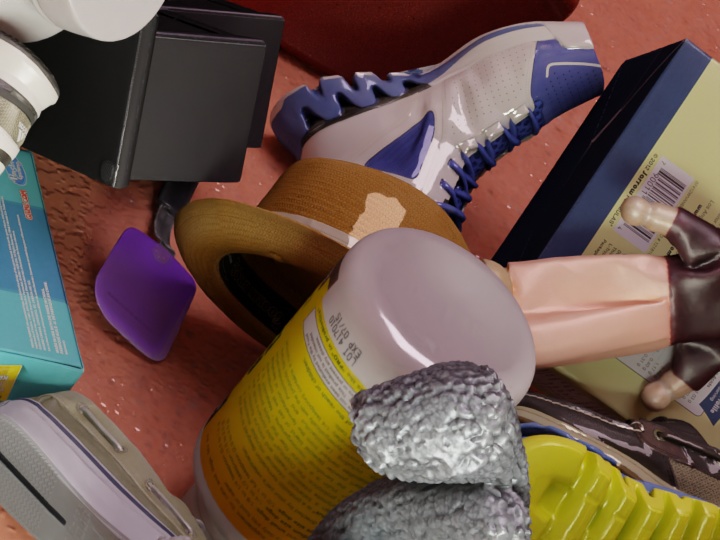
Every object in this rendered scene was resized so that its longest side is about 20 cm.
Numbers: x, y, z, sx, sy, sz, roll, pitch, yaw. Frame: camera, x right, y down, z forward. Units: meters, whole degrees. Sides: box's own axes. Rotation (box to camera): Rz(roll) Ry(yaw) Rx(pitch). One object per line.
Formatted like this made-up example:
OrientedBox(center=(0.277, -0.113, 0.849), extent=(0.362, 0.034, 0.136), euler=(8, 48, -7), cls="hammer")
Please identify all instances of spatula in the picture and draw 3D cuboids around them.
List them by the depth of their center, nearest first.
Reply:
OrientedBox(center=(-0.107, -0.027, 1.531), extent=(0.056, 0.021, 0.200), euler=(42, 30, -19), cls="spatula")

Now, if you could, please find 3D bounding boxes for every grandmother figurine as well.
OrientedBox(center=(0.165, 0.020, 1.489), extent=(0.199, 0.122, 0.061), euler=(-9, 30, -7), cls="grandmother figurine")

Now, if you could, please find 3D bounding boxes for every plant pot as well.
OrientedBox(center=(0.044, -0.217, 1.752), extent=(0.176, 0.200, 0.200), euler=(44, 33, -13), cls="plant pot")

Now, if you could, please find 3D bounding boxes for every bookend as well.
OrientedBox(center=(-0.106, -0.111, 1.480), extent=(0.198, 0.093, 0.200), euler=(1, 16, -42), cls="bookend")

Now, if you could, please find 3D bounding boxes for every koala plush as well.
OrientedBox(center=(-0.008, 0.166, 1.218), extent=(0.199, 0.184, 0.178), euler=(-22, 75, -11), cls="koala plush")

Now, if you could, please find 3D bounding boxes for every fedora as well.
OrientedBox(center=(0.000, 0.000, 1.453), extent=(0.200, 0.201, 0.082), euler=(33, 69, -10), cls="fedora")

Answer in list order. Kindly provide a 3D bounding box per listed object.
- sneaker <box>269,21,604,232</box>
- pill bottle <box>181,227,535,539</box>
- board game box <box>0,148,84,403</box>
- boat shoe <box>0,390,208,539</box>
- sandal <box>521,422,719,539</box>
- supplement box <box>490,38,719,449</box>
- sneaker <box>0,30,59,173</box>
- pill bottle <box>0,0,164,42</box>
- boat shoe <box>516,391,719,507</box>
OrientedBox(center=(0.054, -0.066, 1.633), extent=(0.081, 0.198, 0.116), euler=(70, 5, -67), cls="sneaker")
OrientedBox(center=(-0.009, 0.079, 1.347), extent=(0.109, 0.200, 0.110), euler=(25, 38, -21), cls="pill bottle")
OrientedBox(center=(-0.246, -0.011, 1.361), extent=(0.199, 0.047, 0.152), euler=(13, 42, -33), cls="board game box")
OrientedBox(center=(-0.103, 0.130, 1.314), extent=(0.062, 0.072, 0.200), euler=(-27, 68, -44), cls="boat shoe")
OrientedBox(center=(0.133, 0.133, 1.431), extent=(0.200, 0.080, 0.087), euler=(36, -2, -27), cls="sandal")
OrientedBox(center=(0.196, 0.008, 1.592), extent=(0.199, 0.200, 0.134), euler=(35, -6, -7), cls="supplement box")
OrientedBox(center=(-0.254, -0.082, 1.325), extent=(0.200, 0.076, 0.116), euler=(22, 72, 25), cls="sneaker")
OrientedBox(center=(-0.188, -0.175, 1.344), extent=(0.199, 0.112, 0.111), euler=(19, 23, 32), cls="pill bottle")
OrientedBox(center=(0.162, 0.113, 1.494), extent=(0.199, 0.073, 0.065), euler=(29, 55, -10), cls="boat shoe")
